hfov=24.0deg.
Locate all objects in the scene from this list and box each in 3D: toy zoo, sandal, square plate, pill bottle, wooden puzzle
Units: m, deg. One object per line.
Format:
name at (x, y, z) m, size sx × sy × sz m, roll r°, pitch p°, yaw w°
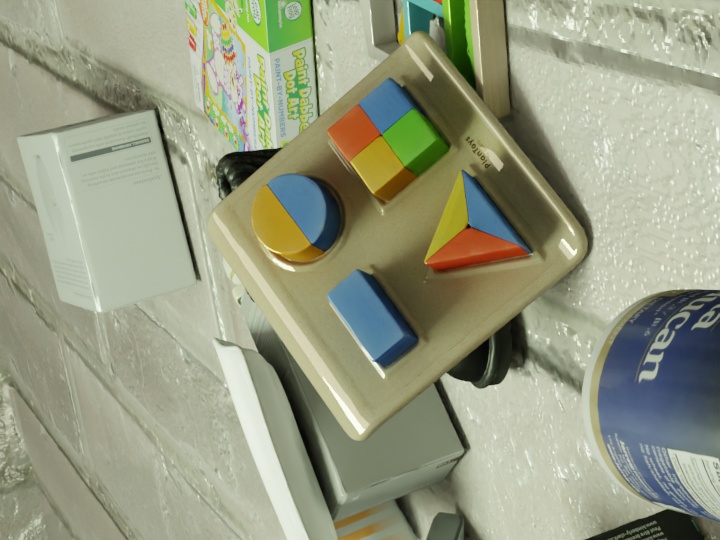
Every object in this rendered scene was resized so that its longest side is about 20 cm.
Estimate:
toy zoo at (0.037, -0.188, 1.114) m, size 0.200 × 0.020 × 0.132 m, roll 40°, pitch 141°, yaw 56°
sandal at (0.017, 0.245, 1.430) m, size 0.207 × 0.079 × 0.059 m, roll 67°, pitch 159°, yaw -8°
square plate at (-0.064, 0.146, 1.339) m, size 0.200 × 0.028 × 0.199 m, roll 180°, pitch 69°, yaw -80°
pill bottle at (0.194, 0.064, 0.771) m, size 0.200 × 0.111 × 0.112 m, roll 0°, pitch 106°, yaw 68°
wooden puzzle at (0.013, -0.023, 1.055) m, size 0.186 × 0.200 × 0.046 m, roll 53°, pitch -165°, yaw 19°

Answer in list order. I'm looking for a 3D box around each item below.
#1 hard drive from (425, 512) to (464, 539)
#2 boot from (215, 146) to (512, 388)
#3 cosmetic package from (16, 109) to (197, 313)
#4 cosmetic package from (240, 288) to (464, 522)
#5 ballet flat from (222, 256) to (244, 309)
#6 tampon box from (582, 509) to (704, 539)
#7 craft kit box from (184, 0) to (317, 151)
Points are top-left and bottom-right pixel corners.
hard drive at (0.058, 0.309, 1.326) m, size 0.132 × 0.027 × 0.201 m, roll -63°, pitch -25°, yaw -54°
boot at (-0.001, 0.000, 1.158) m, size 0.079 × 0.157 × 0.212 m, roll 117°, pitch 133°, yaw -62°
cosmetic package at (-0.285, -0.068, 1.894) m, size 0.199 × 0.122 × 0.201 m, roll -171°, pitch 67°, yaw -67°
cosmetic package at (-0.010, 0.083, 1.321) m, size 0.090 × 0.106 × 0.201 m, roll 117°, pitch 135°, yaw -66°
ballet flat at (-0.079, 0.001, 1.422) m, size 0.072 × 0.072 × 0.201 m, roll 59°, pitch 171°, yaw 33°
tampon box at (0.163, 0.268, 0.983) m, size 0.201 × 0.126 × 0.150 m, roll 63°, pitch 157°, yaw 26°
craft kit box at (-0.095, -0.192, 1.424) m, size 0.197 × 0.048 × 0.201 m, roll 43°, pitch 144°, yaw 49°
